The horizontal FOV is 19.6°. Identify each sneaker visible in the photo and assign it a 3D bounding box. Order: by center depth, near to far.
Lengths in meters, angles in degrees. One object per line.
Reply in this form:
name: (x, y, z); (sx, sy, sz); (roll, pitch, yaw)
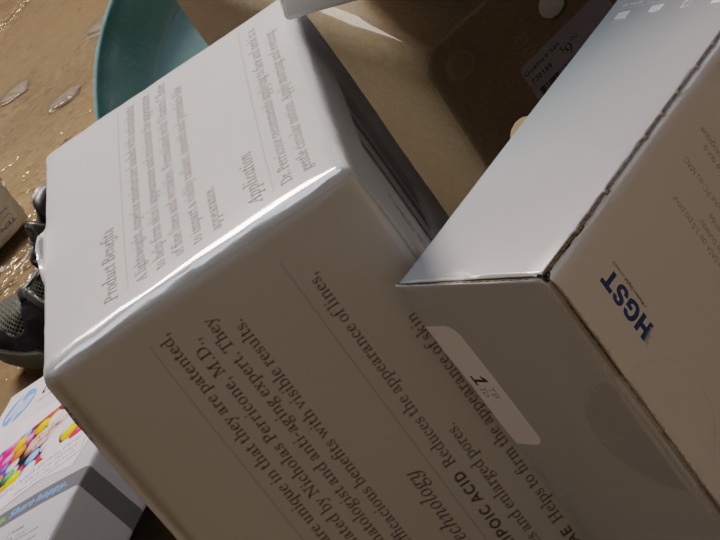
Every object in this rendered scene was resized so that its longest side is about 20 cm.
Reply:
sneaker: (-0.164, -0.008, 1.190); (0.199, 0.114, 0.076); (-15, 32, 45)

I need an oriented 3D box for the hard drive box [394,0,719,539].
hard drive box: (0.130, -0.011, 0.735); (0.077, 0.156, 0.200); (-3, 41, 52)

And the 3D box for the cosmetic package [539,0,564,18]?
cosmetic package: (0.038, -0.163, 1.221); (0.200, 0.081, 0.113); (-21, 30, 31)

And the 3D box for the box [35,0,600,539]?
box: (-0.017, 0.030, 0.813); (0.131, 0.200, 0.199); (-33, 25, 8)

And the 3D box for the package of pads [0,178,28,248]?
package of pads: (-0.337, -0.013, 1.490); (0.155, 0.068, 0.200); (-49, 27, -20)

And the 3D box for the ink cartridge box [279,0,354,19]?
ink cartridge box: (0.063, -0.171, 0.828); (0.200, 0.084, 0.146); (-13, 12, 13)

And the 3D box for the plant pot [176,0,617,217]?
plant pot: (0.059, -0.120, 1.002); (0.200, 0.200, 0.177); (-42, 39, -10)

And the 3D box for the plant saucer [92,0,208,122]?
plant saucer: (-0.075, -0.103, 1.196); (0.200, 0.200, 0.036); (-14, -5, 42)

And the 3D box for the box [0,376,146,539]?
box: (-0.153, 0.109, 1.025); (0.156, 0.041, 0.200); (-32, 21, 37)
